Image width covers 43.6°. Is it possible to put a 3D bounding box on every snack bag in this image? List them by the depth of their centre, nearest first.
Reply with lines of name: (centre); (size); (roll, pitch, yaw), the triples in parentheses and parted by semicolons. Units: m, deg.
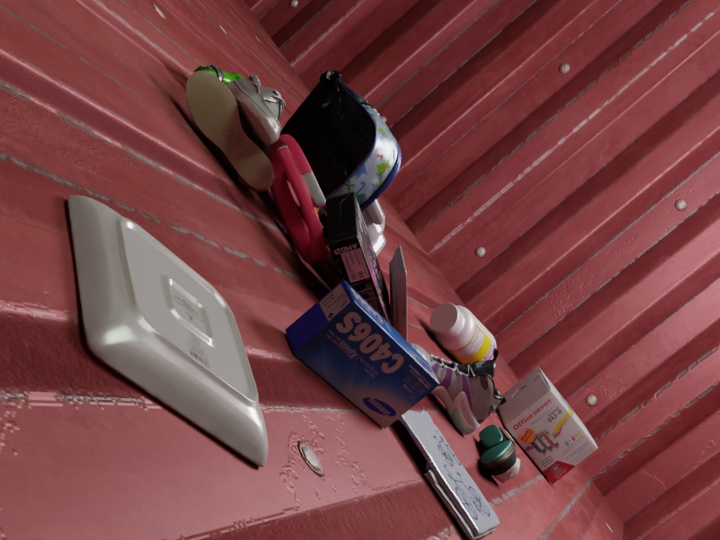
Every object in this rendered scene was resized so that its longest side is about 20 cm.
snack bag: (0.117, 0.274, 1.232); (0.202, 0.021, 0.188); (56, 8, 19)

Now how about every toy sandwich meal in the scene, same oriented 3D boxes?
toy sandwich meal: (-0.047, -0.050, 1.511); (0.206, 0.070, 0.205); (51, 9, -10)

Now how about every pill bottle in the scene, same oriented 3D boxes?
pill bottle: (0.236, 0.150, 2.097); (0.200, 0.104, 0.105); (43, 12, -48)

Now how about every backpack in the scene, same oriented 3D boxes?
backpack: (-0.028, -0.184, 1.452); (0.146, 0.183, 0.201); (37, 10, -47)

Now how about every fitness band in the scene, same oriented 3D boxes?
fitness band: (-0.097, -0.107, 1.358); (0.144, 0.037, 0.203); (112, -43, -62)

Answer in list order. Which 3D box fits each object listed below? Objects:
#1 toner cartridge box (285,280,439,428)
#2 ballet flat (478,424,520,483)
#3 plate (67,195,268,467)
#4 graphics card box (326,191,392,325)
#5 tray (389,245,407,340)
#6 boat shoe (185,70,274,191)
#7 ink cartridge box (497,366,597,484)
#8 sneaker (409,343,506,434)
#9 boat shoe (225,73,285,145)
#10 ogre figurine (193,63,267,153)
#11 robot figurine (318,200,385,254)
toner cartridge box: (0.006, 0.105, 1.079); (0.200, 0.094, 0.043); (44, 11, -40)
ballet flat: (0.248, 0.327, 1.580); (0.069, 0.067, 0.200); (59, 9, -3)
plate: (-0.149, 0.040, 0.729); (0.200, 0.032, 0.201); (46, 11, -40)
graphics card box: (0.000, 0.000, 1.354); (0.127, 0.050, 0.203); (-93, 165, -55)
tray: (0.059, 0.073, 1.412); (0.108, 0.022, 0.205); (-94, -178, -66)
boat shoe: (-0.196, -0.207, 1.357); (0.202, 0.071, 0.063); (55, -4, -2)
ink cartridge box: (0.443, 0.370, 2.167); (0.201, 0.145, 0.145); (49, 9, -12)
sneaker: (0.177, 0.172, 1.562); (0.201, 0.139, 0.078); (49, 9, -19)
boat shoe: (-0.152, -0.254, 1.386); (0.073, 0.068, 0.200); (63, -8, -29)
ogre figurine: (-0.199, -0.268, 1.536); (0.198, 0.099, 0.120); (36, 28, -3)
robot figurine: (-0.030, -0.108, 1.643); (0.202, 0.167, 0.114); (59, 44, -25)
